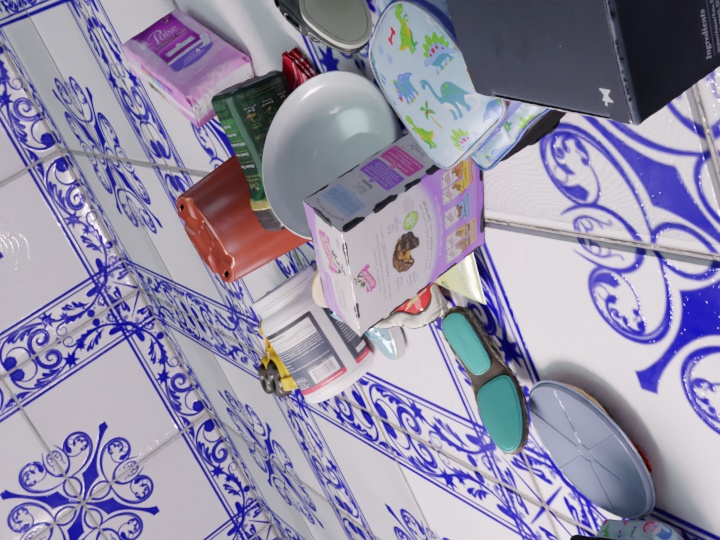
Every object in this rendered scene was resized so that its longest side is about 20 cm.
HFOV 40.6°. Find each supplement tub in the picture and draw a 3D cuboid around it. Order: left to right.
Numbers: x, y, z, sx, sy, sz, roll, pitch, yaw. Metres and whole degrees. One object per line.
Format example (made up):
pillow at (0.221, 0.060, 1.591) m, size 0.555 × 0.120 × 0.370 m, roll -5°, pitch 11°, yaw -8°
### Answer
supplement tub at (-0.081, 0.109, 1.657) m, size 0.201 × 0.140 × 0.140 m, roll 58°, pitch 159°, yaw -4°

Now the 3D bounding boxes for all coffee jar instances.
coffee jar at (-0.120, -0.159, 1.316) m, size 0.085 × 0.104 × 0.202 m, roll 3°, pitch 116°, yaw 56°

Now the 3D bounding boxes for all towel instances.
towel at (-0.044, -0.191, 1.315) m, size 0.201 × 0.022 × 0.145 m, roll 50°, pitch 159°, yaw 15°

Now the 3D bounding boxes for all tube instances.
tube at (0.086, -0.016, 1.249) m, size 0.058 × 0.053 × 0.199 m, roll 23°, pitch 180°, yaw -40°

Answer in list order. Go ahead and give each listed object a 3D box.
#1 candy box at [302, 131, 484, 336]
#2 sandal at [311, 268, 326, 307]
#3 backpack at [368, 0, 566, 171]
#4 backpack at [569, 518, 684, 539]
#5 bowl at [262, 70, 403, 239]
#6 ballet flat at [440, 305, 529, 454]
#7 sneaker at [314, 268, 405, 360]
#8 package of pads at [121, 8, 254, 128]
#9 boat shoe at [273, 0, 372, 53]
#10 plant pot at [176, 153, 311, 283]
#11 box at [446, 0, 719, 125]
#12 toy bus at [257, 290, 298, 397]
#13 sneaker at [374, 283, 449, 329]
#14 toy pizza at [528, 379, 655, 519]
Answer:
candy box at (0.043, -0.051, 1.079) m, size 0.071 × 0.199 × 0.169 m, roll 39°, pitch 153°, yaw 35°
sandal at (-0.005, 0.001, 1.280) m, size 0.070 × 0.077 × 0.213 m, roll 57°, pitch 140°, yaw 32°
backpack at (0.094, -0.202, 0.833) m, size 0.201 × 0.146 × 0.183 m, roll 57°, pitch 157°, yaw 6°
backpack at (0.337, 0.396, 1.147) m, size 0.201 × 0.150 × 0.177 m, roll 50°, pitch 157°, yaw -3°
bowl at (-0.017, -0.132, 1.185) m, size 0.201 × 0.202 × 0.090 m, roll 42°, pitch -163°, yaw 32°
ballet flat at (0.171, 0.135, 1.248) m, size 0.068 × 0.075 × 0.202 m, roll -34°, pitch 74°, yaw 27°
sneaker at (-0.007, 0.065, 1.515) m, size 0.201 × 0.082 × 0.074 m, roll 58°, pitch 159°, yaw -5°
package of pads at (-0.258, -0.309, 1.471) m, size 0.200 × 0.120 × 0.076 m, roll 40°, pitch 159°, yaw 35°
boat shoe at (-0.050, -0.296, 1.107) m, size 0.199 × 0.074 × 0.066 m, roll 44°, pitch 158°, yaw 29°
plant pot at (-0.155, -0.094, 1.453) m, size 0.201 × 0.194 × 0.202 m, roll 44°, pitch 156°, yaw 26°
box at (0.173, -0.190, 0.603) m, size 0.147 × 0.199 × 0.105 m, roll 25°, pitch 144°, yaw 52°
toy bus at (-0.137, 0.128, 1.841) m, size 0.200 × 0.134 × 0.195 m, roll -11°, pitch 98°, yaw 70°
sneaker at (0.055, 0.031, 1.369) m, size 0.199 × 0.076 × 0.086 m, roll -7°, pitch 104°, yaw 59°
toy pizza at (0.281, 0.211, 1.174) m, size 0.200 × 0.032 × 0.201 m, roll 46°, pitch 158°, yaw 25°
